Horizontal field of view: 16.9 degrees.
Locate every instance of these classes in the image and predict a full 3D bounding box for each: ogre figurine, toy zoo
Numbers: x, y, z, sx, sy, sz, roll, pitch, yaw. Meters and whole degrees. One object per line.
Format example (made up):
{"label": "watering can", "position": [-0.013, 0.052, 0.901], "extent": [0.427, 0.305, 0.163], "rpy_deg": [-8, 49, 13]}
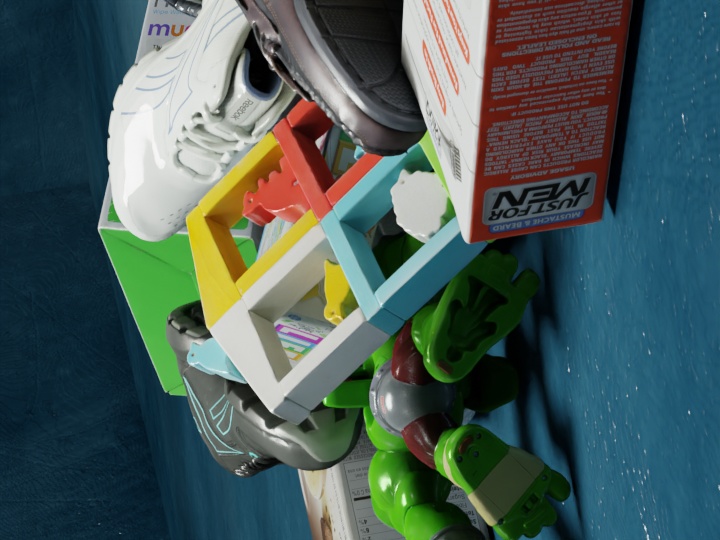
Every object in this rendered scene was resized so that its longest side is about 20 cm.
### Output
{"label": "ogre figurine", "position": [0.035, 0.054, 1.134], "extent": [0.120, 0.098, 0.201], "rpy_deg": [10, 121, 68]}
{"label": "toy zoo", "position": [-0.008, -0.023, 1.083], "extent": [0.020, 0.200, 0.132], "rpy_deg": [29, -155, -43]}

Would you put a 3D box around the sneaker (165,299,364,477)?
{"label": "sneaker", "position": [-0.045, 0.073, 1.292], "extent": [0.200, 0.075, 0.080], "rpy_deg": [-142, 42, -64]}

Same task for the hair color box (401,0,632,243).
{"label": "hair color box", "position": [0.060, -0.121, 0.923], "extent": [0.201, 0.063, 0.111], "rpy_deg": [94, 164, -48]}

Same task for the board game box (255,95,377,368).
{"label": "board game box", "position": [-0.011, -0.058, 1.193], "extent": [0.134, 0.034, 0.201], "rpy_deg": [140, 146, -73]}

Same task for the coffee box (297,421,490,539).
{"label": "coffee box", "position": [0.015, 0.123, 1.347], "extent": [0.113, 0.079, 0.201], "rpy_deg": [110, 150, -65]}

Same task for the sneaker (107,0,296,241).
{"label": "sneaker", "position": [-0.075, -0.092, 1.253], "extent": [0.201, 0.074, 0.087], "rpy_deg": [-58, 23, 28]}

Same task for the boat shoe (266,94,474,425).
{"label": "boat shoe", "position": [0.000, 0.000, 1.288], "extent": [0.071, 0.072, 0.201], "rpy_deg": [115, 134, -76]}

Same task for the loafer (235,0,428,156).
{"label": "loafer", "position": [-0.020, -0.115, 1.084], "extent": [0.063, 0.071, 0.201], "rpy_deg": [-57, 43, 34]}

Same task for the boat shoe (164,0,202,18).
{"label": "boat shoe", "position": [-0.055, -0.182, 1.307], "extent": [0.071, 0.091, 0.200], "rpy_deg": [40, 169, -12]}

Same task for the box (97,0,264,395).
{"label": "box", "position": [-0.079, -0.046, 1.442], "extent": [0.200, 0.096, 0.178], "rpy_deg": [77, -160, -58]}
